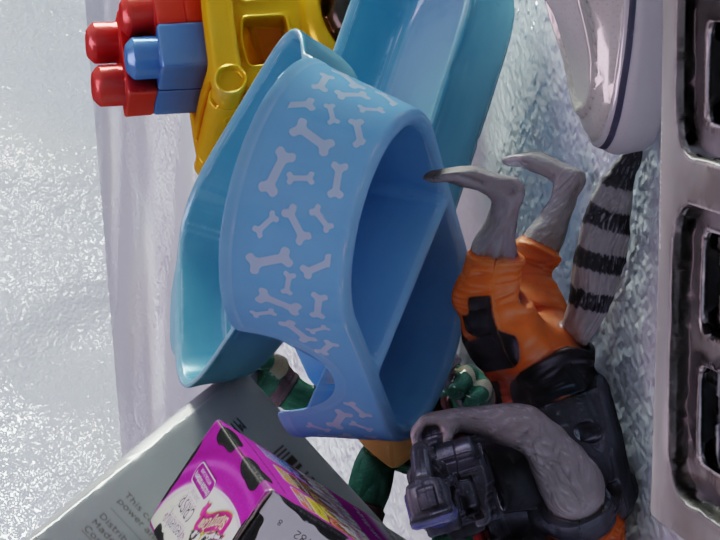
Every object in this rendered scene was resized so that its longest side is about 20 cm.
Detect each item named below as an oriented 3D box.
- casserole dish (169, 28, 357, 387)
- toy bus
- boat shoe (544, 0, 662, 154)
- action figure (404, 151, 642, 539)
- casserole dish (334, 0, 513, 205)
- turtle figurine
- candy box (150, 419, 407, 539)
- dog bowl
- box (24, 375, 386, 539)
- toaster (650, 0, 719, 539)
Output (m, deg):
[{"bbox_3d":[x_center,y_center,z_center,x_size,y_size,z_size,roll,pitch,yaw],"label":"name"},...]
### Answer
[{"bbox_3d":[-0.042,-0.024,0.940,0.200,0.039,0.121,127,148,-49],"label":"casserole dish"},{"bbox_3d":[-0.057,-0.149,1.112,0.136,0.191,0.201,111,155,-63],"label":"toy bus"},{"bbox_3d":[0.076,-0.142,0.792,0.071,0.070,0.201,136,131,-73],"label":"boat shoe"},{"bbox_3d":[0.070,0.052,0.799,0.200,0.104,0.194,-33,-63,-81],"label":"action figure"},{"bbox_3d":[0.019,-0.071,0.966,0.121,0.039,0.201,16,87,62],"label":"casserole dish"},{"bbox_3d":[0.016,0.075,1.050,0.149,0.101,0.201,-9,83,36],"label":"turtle figurine"},{"bbox_3d":[0.014,0.151,0.845,0.061,0.200,0.136,-57,14,-1],"label":"candy box"},{"bbox_3d":[0.000,0.000,0.811,0.200,0.049,0.112,71,-142,-58],"label":"dog bowl"},{"bbox_3d":[-0.084,0.200,0.958,0.199,0.200,0.171,47,129,4],"label":"box"},{"bbox_3d":[0.141,-0.013,0.428,0.200,0.118,0.182,-144,52,-73],"label":"toaster"}]
